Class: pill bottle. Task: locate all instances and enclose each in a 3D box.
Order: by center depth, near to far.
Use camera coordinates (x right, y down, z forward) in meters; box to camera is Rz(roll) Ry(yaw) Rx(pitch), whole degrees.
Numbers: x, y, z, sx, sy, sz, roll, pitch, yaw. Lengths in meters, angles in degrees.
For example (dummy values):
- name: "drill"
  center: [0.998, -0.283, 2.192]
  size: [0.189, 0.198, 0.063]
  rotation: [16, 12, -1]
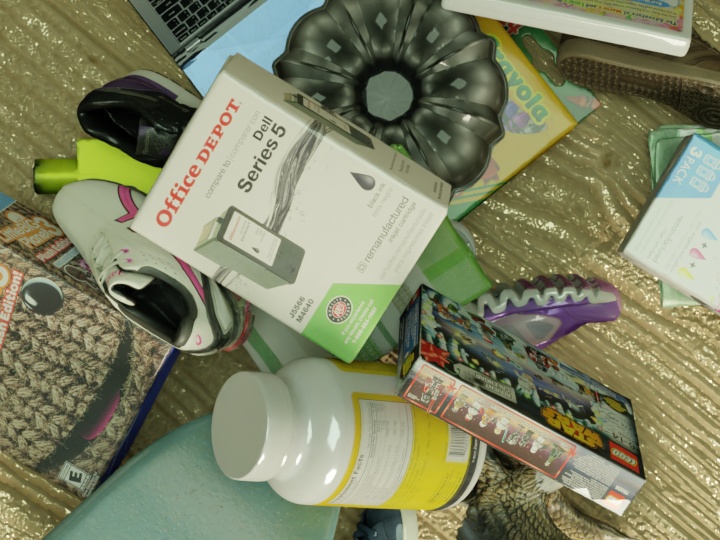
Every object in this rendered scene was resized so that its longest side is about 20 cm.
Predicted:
- name: "pill bottle"
  center: [-0.009, 0.124, 1.535]
  size: [0.199, 0.112, 0.113]
  rotation: [8, 88, -35]

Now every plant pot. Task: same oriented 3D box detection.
- name: "plant pot"
  center: [-0.125, 0.221, 1.604]
  size: [0.196, 0.196, 0.200]
  rotation: [41, 75, 2]

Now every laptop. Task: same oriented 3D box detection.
- name: "laptop"
  center: [-0.071, -0.219, 1.649]
  size: [0.187, 0.200, 0.116]
  rotation: [-38, 53, -1]

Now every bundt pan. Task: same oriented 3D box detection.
- name: "bundt pan"
  center: [0.022, -0.141, 1.613]
  size: [0.201, 0.076, 0.203]
  rotation: [0, 89, 2]

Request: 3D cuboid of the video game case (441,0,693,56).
- name: "video game case"
  center: [0.174, -0.257, 1.635]
  size: [0.199, 0.024, 0.183]
  rotation: [12, 47, 1]

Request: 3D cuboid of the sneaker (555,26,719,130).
- name: "sneaker"
  center: [0.265, -0.176, 1.660]
  size: [0.199, 0.071, 0.076]
  rotation: [17, 65, 2]

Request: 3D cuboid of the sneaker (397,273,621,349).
- name: "sneaker"
  center: [0.120, 0.056, 1.660]
  size: [0.199, 0.080, 0.089]
  rotation: [-11, 95, 5]

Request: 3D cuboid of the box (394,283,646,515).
- name: "box"
  center: [0.122, 0.097, 1.540]
  size: [0.199, 0.137, 0.040]
  rotation: [29, 112, -10]

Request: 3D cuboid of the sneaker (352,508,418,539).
- name: "sneaker"
  center: [-0.010, 0.263, 1.644]
  size: [0.084, 0.075, 0.201]
  rotation: [11, 88, -18]

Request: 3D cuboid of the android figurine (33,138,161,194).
- name: "android figurine"
  center: [-0.175, -0.049, 1.681]
  size: [0.199, 0.041, 0.183]
  rotation: [1, 88, 3]

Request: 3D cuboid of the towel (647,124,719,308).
- name: "towel"
  center: [0.345, -0.053, 1.683]
  size: [0.199, 0.023, 0.154]
  rotation: [-5, 89, 0]

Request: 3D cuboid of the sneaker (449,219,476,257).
- name: "sneaker"
  center: [0.000, 0.000, 1.645]
  size: [0.199, 0.071, 0.073]
  rotation: [-19, 110, 13]

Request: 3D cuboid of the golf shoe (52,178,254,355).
- name: "golf shoe"
  center: [-0.174, -0.009, 1.561]
  size: [0.200, 0.092, 0.073]
  rotation: [37, 109, 23]

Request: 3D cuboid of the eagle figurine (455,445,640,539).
- name: "eagle figurine"
  center: [0.146, 0.196, 1.613]
  size: [0.151, 0.151, 0.201]
  rotation: [-31, 81, -11]

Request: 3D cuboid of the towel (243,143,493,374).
- name: "towel"
  center: [-0.015, 0.004, 1.598]
  size: [0.199, 0.031, 0.150]
  rotation: [-30, 108, 14]

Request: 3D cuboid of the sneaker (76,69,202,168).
- name: "sneaker"
  center: [-0.134, -0.097, 1.587]
  size: [0.199, 0.087, 0.076]
  rotation: [19, 112, 24]

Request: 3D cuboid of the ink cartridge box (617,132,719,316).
- name: "ink cartridge box"
  center: [0.325, -0.012, 1.639]
  size: [0.199, 0.068, 0.115]
  rotation: [31, 91, 1]

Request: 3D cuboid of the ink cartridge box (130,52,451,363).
- name: "ink cartridge box"
  center: [-0.052, -0.049, 1.518]
  size: [0.199, 0.084, 0.146]
  rotation: [31, 106, -4]

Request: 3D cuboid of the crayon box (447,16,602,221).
- name: "crayon box"
  center: [0.089, -0.128, 1.674]
  size: [0.200, 0.051, 0.127]
  rotation: [-39, 88, -1]

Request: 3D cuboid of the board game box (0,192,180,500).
- name: "board game box"
  center: [-0.258, 0.060, 1.627]
  size: [0.199, 0.097, 0.160]
  rotation: [29, 108, 2]
